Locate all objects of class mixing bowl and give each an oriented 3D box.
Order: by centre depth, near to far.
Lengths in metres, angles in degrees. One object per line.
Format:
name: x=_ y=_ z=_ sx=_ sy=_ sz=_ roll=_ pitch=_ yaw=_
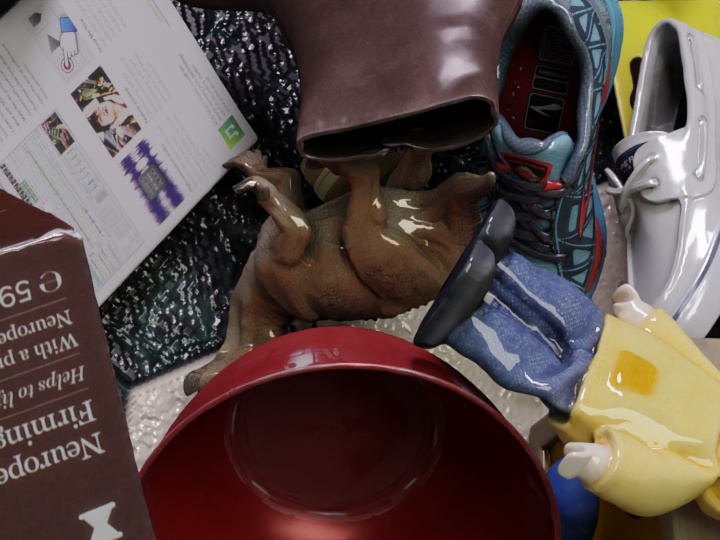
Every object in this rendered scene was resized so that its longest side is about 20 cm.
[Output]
mixing bowl: x=-0.011 y=0.102 z=1.090 sx=0.200 sy=0.200 sz=0.108 roll=18 pitch=26 yaw=-12

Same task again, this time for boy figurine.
boy figurine: x=0.120 y=0.058 z=1.014 sx=0.200 sy=0.064 sz=0.124 roll=34 pitch=39 yaw=1

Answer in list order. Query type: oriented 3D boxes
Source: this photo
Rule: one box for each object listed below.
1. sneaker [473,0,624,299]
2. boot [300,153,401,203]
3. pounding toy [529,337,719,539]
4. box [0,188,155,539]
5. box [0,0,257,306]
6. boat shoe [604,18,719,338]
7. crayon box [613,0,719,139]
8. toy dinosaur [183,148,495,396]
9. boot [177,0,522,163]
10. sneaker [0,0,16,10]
sneaker: x=0.083 y=-0.054 z=1.181 sx=0.079 sy=0.096 sz=0.201 roll=6 pitch=99 yaw=15
boot: x=-0.005 y=-0.143 z=1.229 sx=0.155 sy=0.073 sz=0.200 roll=42 pitch=61 yaw=0
pounding toy: x=0.150 y=0.145 z=1.111 sx=0.142 sy=0.184 sz=0.201 roll=2 pitch=70 yaw=-18
box: x=-0.196 y=0.082 z=0.984 sx=0.166 sy=0.164 sz=0.200 roll=-20 pitch=109 yaw=-23
box: x=-0.151 y=-0.059 z=1.125 sx=0.200 sy=0.036 sz=0.145 roll=-49 pitch=120 yaw=-33
boat shoe: x=0.154 y=-0.043 z=1.182 sx=0.065 sy=0.074 sz=0.200 roll=31 pitch=47 yaw=-20
crayon box: x=0.224 y=-0.088 z=1.300 sx=0.199 sy=0.051 sz=0.127 roll=-2 pitch=71 yaw=-20
toy dinosaur: x=0.000 y=0.000 z=1.134 sx=0.136 sy=0.200 sz=0.086 roll=65 pitch=28 yaw=-13
boot: x=-0.020 y=-0.120 z=1.108 sx=0.199 sy=0.072 sz=0.167 roll=-6 pitch=45 yaw=18
sneaker: x=-0.187 y=-0.146 z=1.065 sx=0.076 sy=0.087 sz=0.200 roll=64 pitch=36 yaw=-26
